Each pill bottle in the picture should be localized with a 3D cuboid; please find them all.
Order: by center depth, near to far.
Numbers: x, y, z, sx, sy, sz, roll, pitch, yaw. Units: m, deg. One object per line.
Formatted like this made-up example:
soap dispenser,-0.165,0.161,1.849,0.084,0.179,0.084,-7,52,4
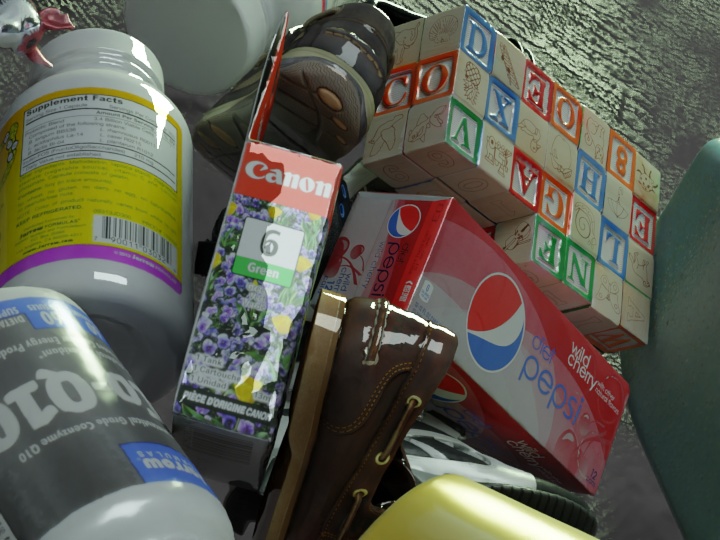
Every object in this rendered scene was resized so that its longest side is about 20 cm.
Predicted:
pill bottle,-0.125,0.109,1.035,0.113,0.114,0.200,-5,40,-37
pill bottle,-0.136,-0.030,1.203,0.104,0.104,0.201,17,42,-20
pill bottle,-0.056,-0.183,1.406,0.109,0.109,0.200,38,40,4

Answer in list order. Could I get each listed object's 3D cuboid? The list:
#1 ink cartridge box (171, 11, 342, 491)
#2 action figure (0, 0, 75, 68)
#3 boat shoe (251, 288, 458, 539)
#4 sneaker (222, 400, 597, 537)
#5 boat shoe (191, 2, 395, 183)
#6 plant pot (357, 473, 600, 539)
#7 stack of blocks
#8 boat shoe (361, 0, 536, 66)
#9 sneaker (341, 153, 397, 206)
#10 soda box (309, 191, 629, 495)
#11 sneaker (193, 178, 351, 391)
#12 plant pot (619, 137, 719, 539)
ink cartridge box,-0.042,-0.007,1.112,0.050,0.109,0.201,15,72,-1
action figure,-0.234,-0.166,1.195,0.200,0.134,0.149,40,-5,-14
boat shoe,-0.008,0.095,1.085,0.070,0.200,0.071,13,44,-5
sneaker,0.027,0.099,1.208,0.199,0.074,0.089,14,39,-17
boat shoe,-0.028,-0.088,1.267,0.074,0.200,0.073,43,68,-11
plant pot,0.078,0.198,1.068,0.189,0.201,0.200,34,37,23
stack of blocks,0.087,-0.044,1.316,0.200,0.058,0.116,35,53,-41
boat shoe,0.075,-0.117,1.462,0.199,0.066,0.075,23,40,-13
sneaker,0.038,-0.033,1.350,0.200,0.080,0.086,-32,82,-42
soda box,0.061,0.040,1.210,0.200,0.063,0.070,43,61,-43
sneaker,0.000,0.000,1.241,0.073,0.112,0.199,7,9,43
plant pot,0.259,0.031,1.355,0.195,0.197,0.200,-1,44,-35
